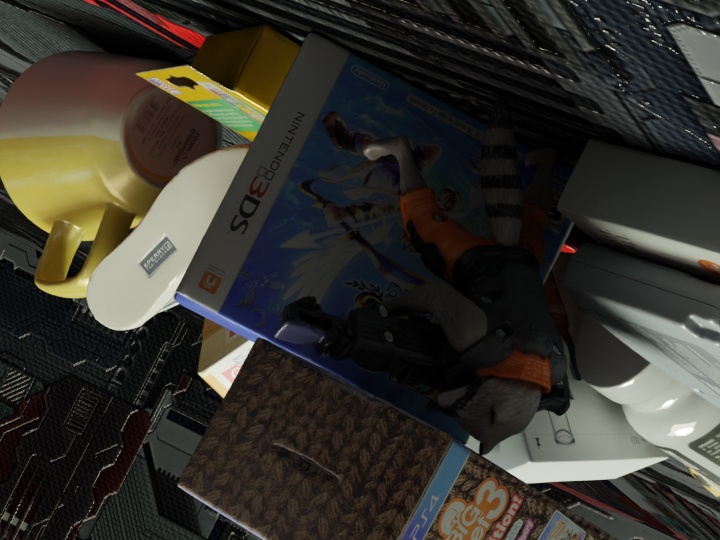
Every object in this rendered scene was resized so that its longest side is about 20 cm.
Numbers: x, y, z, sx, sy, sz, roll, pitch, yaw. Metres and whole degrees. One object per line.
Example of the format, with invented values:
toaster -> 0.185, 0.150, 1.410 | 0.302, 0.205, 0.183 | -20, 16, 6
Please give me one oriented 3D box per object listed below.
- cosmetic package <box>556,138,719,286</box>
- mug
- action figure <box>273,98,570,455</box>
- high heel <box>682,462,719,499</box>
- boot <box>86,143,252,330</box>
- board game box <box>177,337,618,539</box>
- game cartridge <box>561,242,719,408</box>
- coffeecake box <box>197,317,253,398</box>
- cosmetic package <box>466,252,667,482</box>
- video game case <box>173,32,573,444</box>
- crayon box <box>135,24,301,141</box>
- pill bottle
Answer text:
cosmetic package -> 0.227, 0.003, 1.222 | 0.150, 0.052, 0.200 | 16, 166, 47
mug -> -0.179, -0.082, 1.650 | 0.149, 0.188, 0.153 | -12, -174, -33
action figure -> 0.053, 0.007, 1.213 | 0.199, 0.195, 0.105 | 9, 150, -33
high heel -> 0.255, 0.115, 1.623 | 0.201, 0.071, 0.143 | 57, 175, 15
boot -> -0.111, -0.033, 1.554 | 0.073, 0.200, 0.090 | 57, -148, 3
board game box -> 0.027, 0.140, 1.224 | 0.159, 0.097, 0.200 | 25, 174, 42
game cartridge -> 0.208, 0.046, 1.250 | 0.133, 0.041, 0.200 | 16, 166, 45
coffeecake box -> 0.011, 0.074, 1.483 | 0.200, 0.153, 0.073 | 46, -156, -25
cosmetic package -> 0.122, 0.063, 1.434 | 0.051, 0.152, 0.200 | -23, 165, 30
video game case -> 0.014, -0.018, 1.311 | 0.199, 0.182, 0.045 | 27, 171, -3
crayon box -> -0.037, -0.104, 1.416 | 0.199, 0.052, 0.126 | 29, 172, -20
pill bottle -> 0.244, 0.079, 1.420 | 0.200, 0.116, 0.116 | 32, 171, -29
